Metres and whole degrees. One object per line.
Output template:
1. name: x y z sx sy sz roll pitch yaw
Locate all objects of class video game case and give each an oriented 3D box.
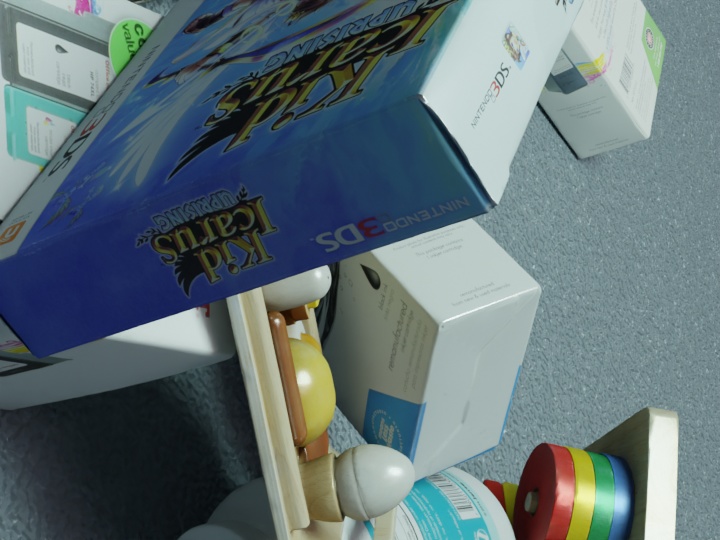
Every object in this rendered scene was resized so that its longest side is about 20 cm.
1. video game case: -0.020 -0.065 0.540 0.046 0.199 0.182 53 40 -25

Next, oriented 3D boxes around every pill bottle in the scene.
1. pill bottle: -0.011 0.159 0.805 0.199 0.110 0.112 6 73 -53

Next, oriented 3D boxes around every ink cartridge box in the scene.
1. ink cartridge box: 0.000 0.000 0.825 0.067 0.200 0.117 -18 137 -30
2. ink cartridge box: 0.158 -0.199 1.206 0.200 0.067 0.118 48 44 -35
3. ink cartridge box: -0.169 -0.034 0.623 0.199 0.145 0.148 15 67 -52

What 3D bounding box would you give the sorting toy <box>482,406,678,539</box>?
1. sorting toy: 0.107 0.196 0.901 0.069 0.200 0.200 12 66 -11

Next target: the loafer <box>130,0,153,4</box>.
1. loafer: -0.070 -0.189 0.846 0.199 0.063 0.072 -29 106 -36

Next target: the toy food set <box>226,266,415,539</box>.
1. toy food set: -0.012 0.030 0.695 0.144 0.060 0.202 -76 157 -73
